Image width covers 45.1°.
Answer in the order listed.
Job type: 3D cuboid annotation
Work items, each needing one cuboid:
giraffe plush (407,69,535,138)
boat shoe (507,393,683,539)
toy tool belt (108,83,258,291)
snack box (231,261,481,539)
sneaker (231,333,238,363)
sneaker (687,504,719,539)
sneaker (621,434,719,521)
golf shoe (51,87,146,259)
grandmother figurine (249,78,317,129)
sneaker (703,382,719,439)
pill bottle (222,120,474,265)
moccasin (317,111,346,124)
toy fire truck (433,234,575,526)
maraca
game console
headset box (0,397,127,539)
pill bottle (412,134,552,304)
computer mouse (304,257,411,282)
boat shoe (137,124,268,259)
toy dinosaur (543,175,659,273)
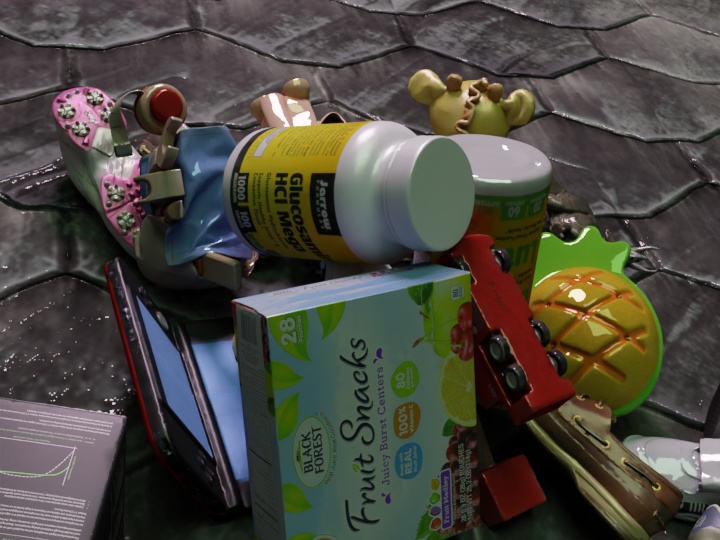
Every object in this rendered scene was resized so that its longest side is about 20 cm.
[{"bbox_3d":[0.103,-0.124,0.907,0.170,0.164,0.200,3,21,-10],"label":"giraffe plush"},{"bbox_3d":[0.183,0.138,0.729,0.067,0.072,0.200,-39,64,-3],"label":"boat shoe"},{"bbox_3d":[-0.150,-0.079,0.788,0.124,0.202,0.122,-13,4,-31],"label":"toy tool belt"},{"bbox_3d":[0.002,0.108,0.629,0.167,0.203,0.067,-10,13,-29],"label":"snack box"},{"bbox_3d":[-0.020,0.084,0.716,0.198,0.088,0.076,6,36,-35],"label":"sneaker"},{"bbox_3d":[0.352,0.245,0.677,0.198,0.068,0.090,18,46,9],"label":"sneaker"},{"bbox_3d":[0.324,0.160,0.729,0.198,0.116,0.075,17,40,3],"label":"sneaker"},{"bbox_3d":[-0.248,-0.086,0.879,0.075,0.092,0.201,-22,75,-31],"label":"golf shoe"},{"bbox_3d":[-0.061,-0.104,0.879,0.121,0.061,0.201,-32,53,12],"label":"grandmother figurine"},{"bbox_3d":[0.405,0.119,0.834,0.107,0.068,0.201,27,40,18],"label":"sneaker"},{"bbox_3d":[-0.011,-0.063,0.706,0.199,0.114,0.112,5,28,42],"label":"pill bottle"},{"bbox_3d":[-0.032,-0.101,0.946,0.073,0.078,0.202,11,41,-3],"label":"moccasin"},{"bbox_3d":[0.103,0.088,0.695,0.048,0.141,0.201,-15,67,-28],"label":"toy fire truck"},{"bbox_3d":[0.209,0.046,0.815,0.135,0.107,0.202,-6,58,7],"label":"maraca"},{"bbox_3d":[-0.104,0.082,0.700,0.118,0.173,0.201,-26,50,-4],"label":"game console"},{"bbox_3d":[-0.198,0.207,0.486,0.092,0.175,0.201,9,42,-6],"label":"headset box"},{"bbox_3d":[0.102,-0.009,0.779,0.110,0.202,0.111,3,28,-2],"label":"pill bottle"},{"bbox_3d":[0.000,0.000,0.800,0.108,0.044,0.200,10,7,-3],"label":"computer mouse"},{"bbox_3d":[-0.157,-0.080,0.901,0.059,0.072,0.200,-43,74,1],"label":"boat shoe"},{"bbox_3d":[0.235,-0.049,0.984,0.101,0.077,0.201,6,35,-27],"label":"toy dinosaur"}]
